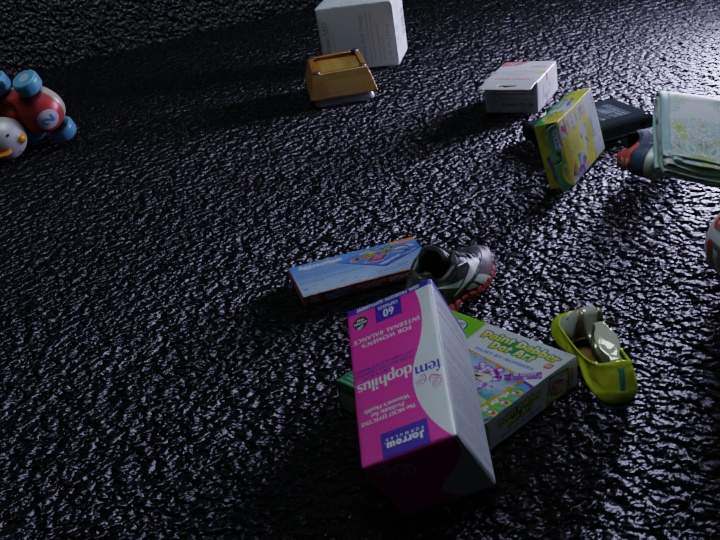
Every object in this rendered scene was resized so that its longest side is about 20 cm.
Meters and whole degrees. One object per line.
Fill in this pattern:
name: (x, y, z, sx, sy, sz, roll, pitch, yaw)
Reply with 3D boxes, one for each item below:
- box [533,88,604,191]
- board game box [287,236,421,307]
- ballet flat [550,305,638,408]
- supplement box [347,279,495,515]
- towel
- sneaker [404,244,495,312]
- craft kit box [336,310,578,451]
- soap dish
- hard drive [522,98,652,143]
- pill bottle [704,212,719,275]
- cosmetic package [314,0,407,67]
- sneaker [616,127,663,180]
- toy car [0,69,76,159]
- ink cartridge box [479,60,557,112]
box: (0.351, -0.218, 1.647, 0.048, 0.118, 0.200, -6, 23, 34)
board game box: (0.000, 0.000, 1.433, 0.199, 0.020, 0.103, -14, 28, -11)
ballet flat: (0.270, 0.081, 1.128, 0.066, 0.067, 0.200, -11, 26, -2)
supplement box: (0.058, 0.125, 0.982, 0.101, 0.103, 0.201, -23, 44, 15)
towel: (0.554, -0.209, 1.555, 0.170, 0.048, 0.201, 11, 48, 4)
sneaker: (0.121, 0.001, 1.304, 0.070, 0.099, 0.200, 8, 30, 35)
craft kit box: (0.110, 0.128, 1.115, 0.197, 0.049, 0.199, -26, 31, -36)
soap dish: (-0.051, -0.456, 2.298, 0.156, 0.082, 0.200, -10, 27, -3)
hard drive: (0.423, -0.272, 1.829, 0.199, 0.033, 0.140, -17, 27, -15)
pill bottle: (0.506, -0.001, 1.165, 0.113, 0.115, 0.200, -11, 27, -3)
cosmetic package: (0.006, -0.621, 2.516, 0.199, 0.168, 0.167, -3, 27, 13)
sneaker: (0.500, -0.220, 1.650, 0.084, 0.075, 0.200, 18, 37, 36)
toy car: (-0.779, -0.318, 2.213, 0.176, 0.185, 0.201, 4, 58, 23)
ink cartridge box: (0.329, -0.378, 2.034, 0.116, 0.068, 0.200, 4, 27, 26)
